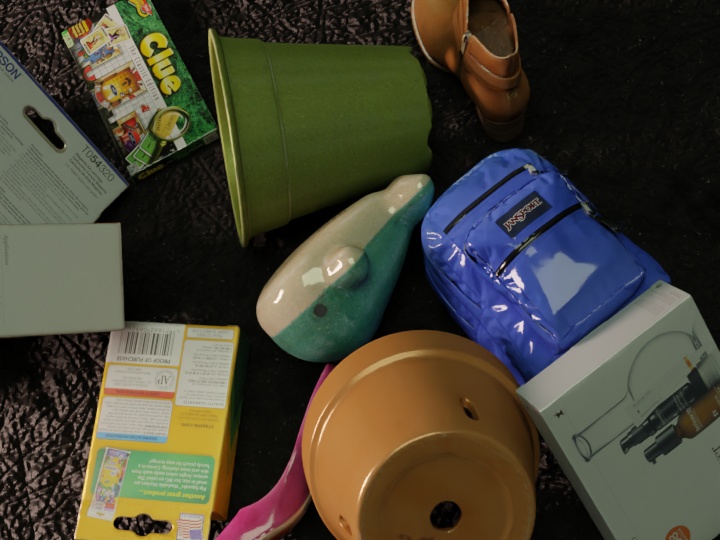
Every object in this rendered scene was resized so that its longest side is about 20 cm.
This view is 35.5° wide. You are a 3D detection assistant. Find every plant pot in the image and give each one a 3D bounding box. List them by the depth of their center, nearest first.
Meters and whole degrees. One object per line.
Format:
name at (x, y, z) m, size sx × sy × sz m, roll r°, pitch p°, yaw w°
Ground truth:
plant pot at (0.057, 0.163, 0.886) m, size 0.197 × 0.140 × 0.203 m, roll -2°, pitch 104°, yaw -7°
plant pot at (-0.035, -0.135, 1.055) m, size 0.187 × 0.201 × 0.203 m, roll -8°, pitch 67°, yaw -9°

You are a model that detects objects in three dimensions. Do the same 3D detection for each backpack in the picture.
backpack at (0.152, -0.010, 0.976) m, size 0.162 × 0.168 × 0.200 m, roll -35°, pitch 62°, yaw -12°

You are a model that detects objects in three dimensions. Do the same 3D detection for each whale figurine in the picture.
whale figurine at (0.000, 0.000, 1.012) m, size 0.200 × 0.159 × 0.104 m, roll -43°, pitch 96°, yaw -2°

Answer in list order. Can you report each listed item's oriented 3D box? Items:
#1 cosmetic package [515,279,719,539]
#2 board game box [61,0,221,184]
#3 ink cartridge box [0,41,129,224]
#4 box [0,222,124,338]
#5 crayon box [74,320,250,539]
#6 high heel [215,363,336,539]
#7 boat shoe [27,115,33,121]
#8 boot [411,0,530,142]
cosmetic package at (0.235, 0.134, 0.904) m, size 0.150 × 0.052 × 0.201 m, roll -35°, pitch 111°, yaw -4°
board game box at (-0.231, -0.196, 1.182) m, size 0.104 × 0.024 × 0.201 m, roll -28°, pitch 68°, yaw -5°
ink cartridge box at (-0.359, -0.085, 1.083) m, size 0.197 × 0.043 × 0.200 m, roll 49°, pitch 65°, yaw -17°
box at (-0.323, 0.010, 1.003) m, size 0.198 × 0.124 × 0.099 m, roll -2°, pitch 90°, yaw -27°
crayon box at (-0.177, 0.150, 1.023) m, size 0.124 × 0.052 × 0.203 m, roll 3°, pitch 69°, yaw 10°
high heel at (-0.070, 0.171, 0.985) m, size 0.199 × 0.067 × 0.096 m, roll -36°, pitch 78°, yaw -12°
boat shoe at (-0.377, -0.076, 1.137) m, size 0.073 × 0.063 × 0.204 m, roll 5°, pitch 71°, yaw 7°
boot at (0.105, -0.234, 1.073) m, size 0.073 × 0.155 × 0.201 m, roll -29°, pitch 67°, yaw -3°
